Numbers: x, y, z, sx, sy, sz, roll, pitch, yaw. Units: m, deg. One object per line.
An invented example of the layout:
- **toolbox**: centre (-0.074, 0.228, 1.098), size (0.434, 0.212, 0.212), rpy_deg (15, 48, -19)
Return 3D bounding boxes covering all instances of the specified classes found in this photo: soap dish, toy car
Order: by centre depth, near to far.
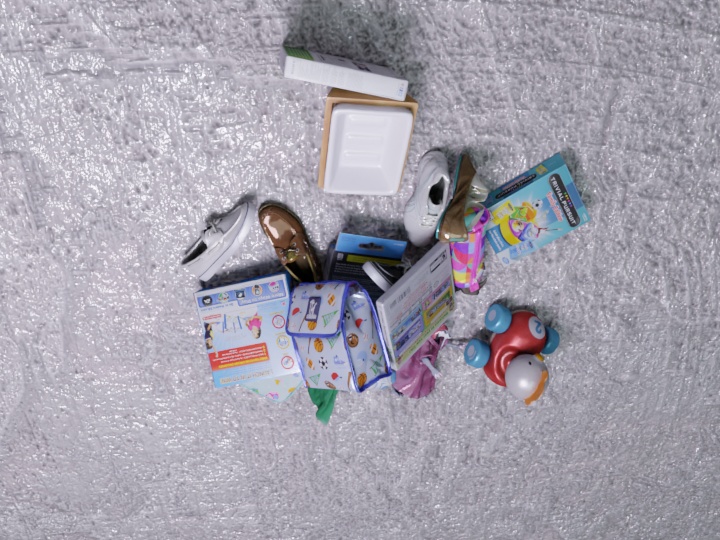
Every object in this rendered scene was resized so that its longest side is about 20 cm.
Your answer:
- **soap dish**: centre (0.007, -0.227, 1.259), size (0.153, 0.083, 0.202), rpy_deg (1, 140, -8)
- **toy car**: centre (0.358, 0.200, 1.552), size (0.182, 0.201, 0.179), rpy_deg (23, 106, -26)

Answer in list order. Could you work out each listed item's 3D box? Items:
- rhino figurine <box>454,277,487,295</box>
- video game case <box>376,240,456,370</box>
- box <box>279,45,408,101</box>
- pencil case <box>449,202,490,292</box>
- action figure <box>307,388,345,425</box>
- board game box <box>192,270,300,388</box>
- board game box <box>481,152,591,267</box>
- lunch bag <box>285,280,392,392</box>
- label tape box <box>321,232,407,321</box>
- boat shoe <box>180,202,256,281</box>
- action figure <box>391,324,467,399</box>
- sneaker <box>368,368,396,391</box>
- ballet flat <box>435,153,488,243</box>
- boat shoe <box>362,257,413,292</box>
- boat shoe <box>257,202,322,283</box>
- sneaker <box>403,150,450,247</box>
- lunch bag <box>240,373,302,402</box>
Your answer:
- **rhino figurine**: centre (0.174, 0.043, 1.514), size (0.195, 0.060, 0.089), rpy_deg (-14, 118, -2)
- **video game case**: centre (0.113, 0.067, 1.392), size (0.199, 0.022, 0.185), rpy_deg (-42, 138, -28)
- **box**: centre (-0.032, -0.321, 1.165), size (0.195, 0.145, 0.037), rpy_deg (10, 111, -13)
- **pencil case**: centre (0.209, -0.047, 1.409), size (0.086, 0.090, 0.202), rpy_deg (-11, 145, 0)
- **action figure**: centre (-0.065, 0.241, 1.569), size (0.054, 0.119, 0.201), rpy_deg (-19, 154, -31)
- **board game box**: centre (-0.217, 0.118, 1.450), size (0.195, 0.056, 0.201), rpy_deg (-11, 97, 8)
- **board game box**: centre (0.338, -0.115, 1.429), size (0.197, 0.047, 0.152), rpy_deg (-29, 125, 14)
- **lunch bag**: centre (-0.051, 0.120, 1.369), size (0.168, 0.123, 0.205), rpy_deg (-3, 104, 44)
- **label tape box**: centre (0.000, 0.000, 1.456), size (0.141, 0.064, 0.203), rpy_deg (7, 124, -14)
- **boat shoe**: centre (-0.274, -0.063, 1.373), size (0.065, 0.073, 0.200), rpy_deg (28, 127, -30)
- **action figure**: centre (0.144, 0.187, 1.615), size (0.147, 0.133, 0.204), rpy_deg (29, 113, 23)
- **sneaker**: centre (0.015, 0.216, 1.548), size (0.071, 0.199, 0.074), rpy_deg (7, 92, -22)
- **ballet flat**: centre (0.192, -0.127, 1.305), size (0.071, 0.203, 0.069), rpy_deg (13, 143, 11)
- **boat shoe**: centre (0.082, 0.016, 1.397), size (0.068, 0.074, 0.198), rpy_deg (-49, 132, 10)
- **boat shoe**: centre (-0.131, -0.044, 1.403), size (0.071, 0.069, 0.201), rpy_deg (-28, 125, 14)
- **sneaker**: centre (0.128, -0.122, 1.376), size (0.069, 0.081, 0.204), rpy_deg (1, 128, -10)
- **lunch bag**: centre (-0.173, 0.189, 1.563), size (0.159, 0.078, 0.200), rpy_deg (29, 117, -27)
